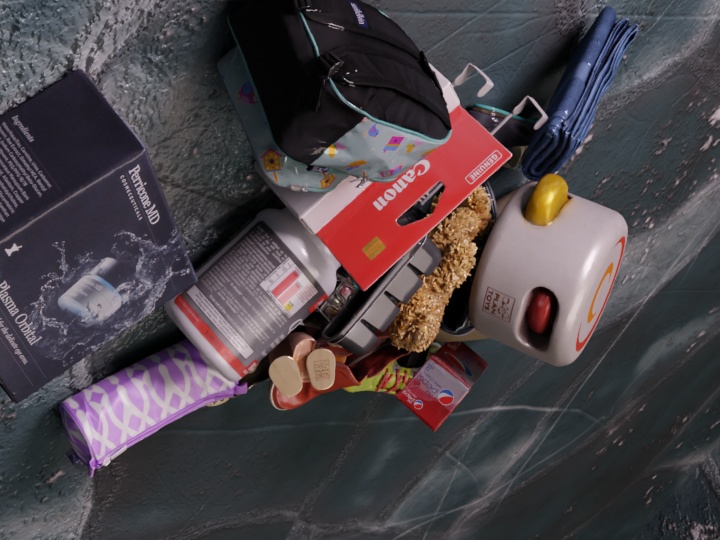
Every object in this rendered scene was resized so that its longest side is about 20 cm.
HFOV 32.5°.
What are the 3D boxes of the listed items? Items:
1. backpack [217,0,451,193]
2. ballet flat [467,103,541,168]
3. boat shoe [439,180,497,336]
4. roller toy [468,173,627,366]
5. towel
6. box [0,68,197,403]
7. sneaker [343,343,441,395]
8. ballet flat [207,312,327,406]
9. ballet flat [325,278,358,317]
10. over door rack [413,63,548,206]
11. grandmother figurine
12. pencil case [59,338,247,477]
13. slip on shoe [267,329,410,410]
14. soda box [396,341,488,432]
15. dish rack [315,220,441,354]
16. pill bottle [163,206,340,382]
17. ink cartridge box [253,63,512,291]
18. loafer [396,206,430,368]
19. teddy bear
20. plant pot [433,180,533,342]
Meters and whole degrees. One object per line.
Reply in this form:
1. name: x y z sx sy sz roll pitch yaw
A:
1. backpack: -0.019 -0.160 1.112 0.199 0.177 0.153 2 144 -48
2. ballet flat: 0.193 -0.154 1.468 0.198 0.073 0.073 1 130 -45
3. boat shoe: 0.122 -0.023 1.452 0.091 0.070 0.203 14 80 -80
4. roller toy: 0.204 0.001 1.383 0.184 0.138 0.200 -65 162 -6
5. towel: 0.247 -0.196 1.401 0.201 0.048 0.112 -62 -178 -28
6. box: -0.265 -0.025 1.045 0.199 0.118 0.198 -35 149 -15
7. sneaker: 0.056 0.138 1.664 0.198 0.091 0.079 -8 138 -42
8. ballet flat: -0.112 0.110 1.469 0.199 0.046 0.068 -26 146 -27
9. ballet flat: -0.002 0.049 1.521 0.063 0.076 0.200 -15 150 16
10. over door rack: 0.083 -0.151 1.332 0.199 0.067 0.147 -33 156 26
11. grandmother figurine: -0.073 0.083 1.362 0.120 0.200 0.061 -2 102 -14
12. pencil case: -0.227 0.140 1.333 0.199 0.086 0.084 -29 150 -24
13. slip on shoe: -0.024 0.109 1.445 0.199 0.062 0.074 -29 132 11
14. soda box: 0.105 0.138 1.543 0.070 0.063 0.200 -50 173 11
15. dish rack: 0.000 0.000 1.344 0.054 0.200 0.154 41 90 -27
16. pill bottle: -0.097 0.009 1.286 0.200 0.116 0.116 -42 150 -5
17. ink cartridge box: 0.019 -0.110 1.213 0.200 0.176 0.045 -42 148 -1
18. loafer: 0.043 0.026 1.482 0.072 0.073 0.203 -15 110 -29
19. teddy bear: 0.077 -0.011 1.365 0.067 0.145 0.201 37 87 -34
20. plant pot: 0.163 0.009 1.564 0.198 0.189 0.188 -22 147 -6
